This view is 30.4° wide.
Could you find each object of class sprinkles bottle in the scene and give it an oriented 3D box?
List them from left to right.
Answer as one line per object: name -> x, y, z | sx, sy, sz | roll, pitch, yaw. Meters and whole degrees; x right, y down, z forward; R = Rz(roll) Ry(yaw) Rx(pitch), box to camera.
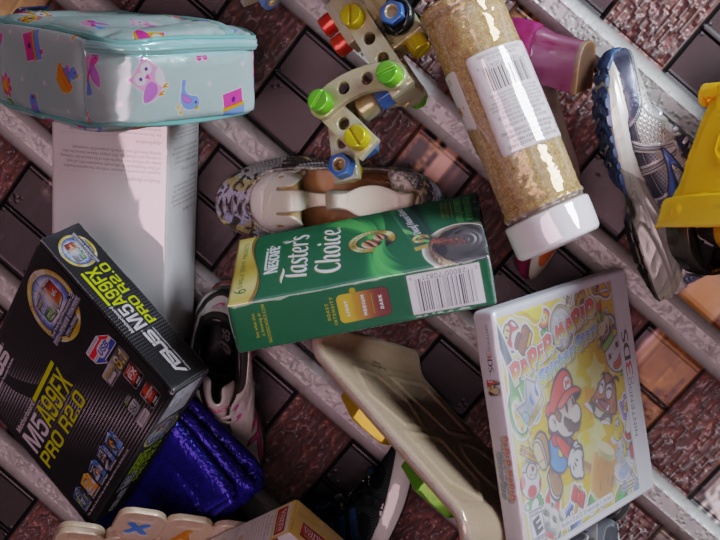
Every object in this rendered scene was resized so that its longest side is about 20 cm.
sprinkles bottle -> 0.111, -0.112, 0.992 | 0.067, 0.068, 0.203 | -23, 88, 14

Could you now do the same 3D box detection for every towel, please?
towel -> -0.180, 0.179, 1.135 | 0.148, 0.050, 0.200 | 43, 134, -1

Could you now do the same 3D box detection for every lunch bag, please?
lunch bag -> -0.183, -0.161, 1.027 | 0.198, 0.159, 0.078 | 17, 113, 42

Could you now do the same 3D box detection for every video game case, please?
video game case -> 0.161, 0.105, 1.017 | 0.023, 0.199, 0.185 | -6, 95, 40

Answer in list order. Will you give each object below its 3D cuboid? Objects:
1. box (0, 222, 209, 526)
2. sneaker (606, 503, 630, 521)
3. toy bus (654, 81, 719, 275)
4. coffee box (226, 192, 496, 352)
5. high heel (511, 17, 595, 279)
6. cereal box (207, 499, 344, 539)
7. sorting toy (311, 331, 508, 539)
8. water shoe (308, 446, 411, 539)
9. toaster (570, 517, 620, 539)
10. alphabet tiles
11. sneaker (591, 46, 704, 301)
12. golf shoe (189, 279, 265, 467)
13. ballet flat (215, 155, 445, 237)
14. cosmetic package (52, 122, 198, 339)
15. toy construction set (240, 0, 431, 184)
box -> -0.221, 0.087, 1.061 | 0.160, 0.044, 0.201 | 46, 131, 11
sneaker -> 0.159, 0.129, 1.088 | 0.075, 0.079, 0.201 | -31, 97, 13
toy bus -> 0.331, -0.075, 0.981 | 0.135, 0.199, 0.195 | -1, 70, 50
coffee box -> 0.000, 0.000, 1.005 | 0.197, 0.123, 0.045 | -11, 115, 6
high heel -> 0.127, -0.098, 1.065 | 0.095, 0.067, 0.203 | 19, 108, 31
cereal box -> -0.079, 0.275, 1.104 | 0.199, 0.040, 0.144 | -29, 119, 33
sorting toy -> 0.054, 0.135, 1.020 | 0.036, 0.185, 0.201 | -45, 63, 13
water shoe -> -0.017, 0.226, 1.144 | 0.078, 0.072, 0.202 | 25, 106, 2
toaster -> 0.164, 0.304, 1.104 | 0.127, 0.114, 0.202 | -8, 118, 16
alphabet tiles -> -0.169, 0.250, 1.139 | 0.197, 0.015, 0.196 | 11, 142, -18
sneaker -> 0.238, -0.083, 1.037 | 0.084, 0.077, 0.203 | -19, 106, 4
golf shoe -> -0.123, 0.114, 1.131 | 0.071, 0.092, 0.203 | 2, 104, 7
ballet flat -> -0.030, -0.059, 1.086 | 0.197, 0.072, 0.073 | 1, 103, 11
cosmetic package -> -0.198, -0.038, 1.113 | 0.106, 0.085, 0.203 | 7, 104, 10
toy construction set -> -0.020, -0.182, 1.038 | 0.131, 0.092, 0.201 | -37, 83, 14
